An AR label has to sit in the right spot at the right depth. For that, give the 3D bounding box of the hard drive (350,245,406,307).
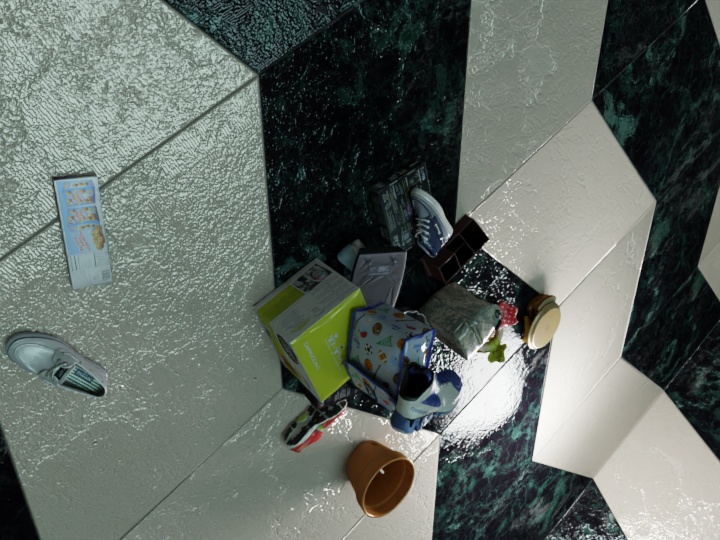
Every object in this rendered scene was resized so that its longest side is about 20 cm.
[{"bbox_3d":[0.036,0.024,1.351,0.131,0.043,0.203,-4,133,-17],"label":"hard drive"}]

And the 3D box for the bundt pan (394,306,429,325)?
[{"bbox_3d":[0.099,0.192,1.544,0.198,0.075,0.207,-16,119,-31],"label":"bundt pan"}]

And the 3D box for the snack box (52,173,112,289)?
[{"bbox_3d":[-0.499,-0.069,0.989,0.071,0.024,0.205,-13,117,-33],"label":"snack box"}]

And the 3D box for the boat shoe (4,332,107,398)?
[{"bbox_3d":[-0.558,0.179,1.026,0.199,0.066,0.074,37,86,-42],"label":"boat shoe"}]

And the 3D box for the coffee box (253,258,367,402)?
[{"bbox_3d":[-0.097,0.136,1.283,0.199,0.197,0.202,-36,128,-19],"label":"coffee box"}]

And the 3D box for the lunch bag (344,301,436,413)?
[{"bbox_3d":[0.055,0.198,1.185,0.122,0.168,0.205,-11,117,-41],"label":"lunch bag"}]

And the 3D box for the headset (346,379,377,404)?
[{"bbox_3d":[0.006,0.259,1.420,0.122,0.094,0.204,-30,110,-20],"label":"headset"}]

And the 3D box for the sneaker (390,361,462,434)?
[{"bbox_3d":[0.142,0.236,1.108,0.197,0.080,0.118,-22,126,-42],"label":"sneaker"}]

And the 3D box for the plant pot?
[{"bbox_3d":[0.046,0.611,1.650,0.197,0.139,0.205,-17,120,-32],"label":"plant pot"}]

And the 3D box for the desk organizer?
[{"bbox_3d":[0.273,-0.061,1.567,0.200,0.077,0.072,-44,130,-14],"label":"desk organizer"}]

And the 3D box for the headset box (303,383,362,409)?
[{"bbox_3d":[-0.063,0.263,1.449,0.196,0.077,0.152,-12,116,-33],"label":"headset box"}]

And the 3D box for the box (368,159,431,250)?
[{"bbox_3d":[0.115,-0.158,1.421,0.159,0.043,0.203,-34,127,-22],"label":"box"}]

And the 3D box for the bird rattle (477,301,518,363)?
[{"bbox_3d":[0.433,0.198,1.802,0.160,0.112,0.205,11,100,-24],"label":"bird rattle"}]

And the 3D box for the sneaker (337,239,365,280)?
[{"bbox_3d":[0.000,0.000,1.399,0.081,0.075,0.201,-24,135,10],"label":"sneaker"}]

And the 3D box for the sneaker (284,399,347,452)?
[{"bbox_3d":[-0.118,0.414,1.488,0.198,0.077,0.086,-35,139,-12],"label":"sneaker"}]

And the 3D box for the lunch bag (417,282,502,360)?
[{"bbox_3d":[0.291,0.134,1.589,0.168,0.199,0.140,-46,131,-10],"label":"lunch bag"}]

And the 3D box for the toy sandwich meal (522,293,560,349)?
[{"bbox_3d":[0.650,0.187,1.988,0.202,0.070,0.210,-21,126,-32],"label":"toy sandwich meal"}]

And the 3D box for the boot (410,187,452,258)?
[{"bbox_3d":[0.170,-0.117,1.403,0.091,0.072,0.200,-56,134,-12],"label":"boot"}]
